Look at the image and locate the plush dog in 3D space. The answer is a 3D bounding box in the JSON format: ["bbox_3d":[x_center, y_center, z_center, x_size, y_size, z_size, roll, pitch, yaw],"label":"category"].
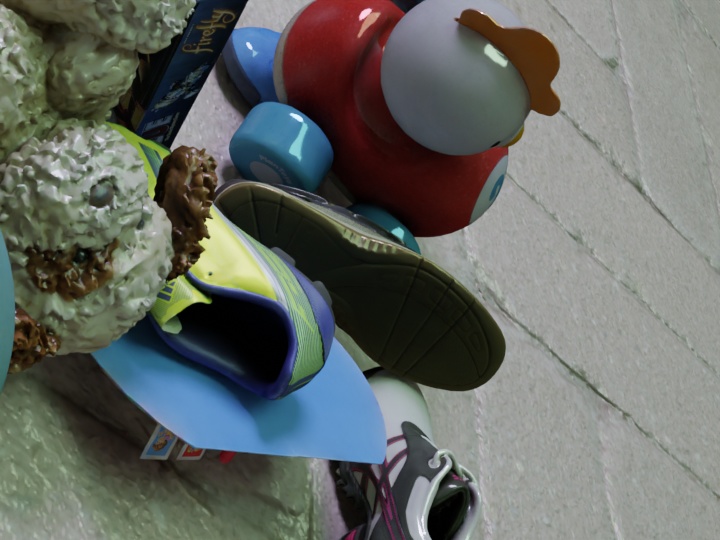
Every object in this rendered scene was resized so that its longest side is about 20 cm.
[{"bbox_3d":[-0.154,-0.042,0.778,0.200,0.160,0.173,-36,100,-41],"label":"plush dog"}]

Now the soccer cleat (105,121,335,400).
[{"bbox_3d":[-0.100,-0.009,0.865,0.199,0.065,0.084,35,29,-2],"label":"soccer cleat"}]

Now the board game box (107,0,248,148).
[{"bbox_3d":[-0.119,-0.154,0.902,0.034,0.200,0.136,-19,77,-25],"label":"board game box"}]

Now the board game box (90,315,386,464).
[{"bbox_3d":[-0.080,0.053,0.910,0.199,0.039,0.158,12,33,-46],"label":"board game box"}]

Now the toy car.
[{"bbox_3d":[0.056,-0.101,1.058,0.177,0.199,0.185,47,63,-24],"label":"toy car"}]

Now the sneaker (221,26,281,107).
[{"bbox_3d":[-0.011,-0.128,1.174,0.199,0.078,0.066,22,47,-48],"label":"sneaker"}]

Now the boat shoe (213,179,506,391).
[{"bbox_3d":[-0.001,0.001,1.036,0.200,0.072,0.066,29,18,-16],"label":"boat shoe"}]

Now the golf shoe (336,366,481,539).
[{"bbox_3d":[0.033,0.125,0.989,0.077,0.088,0.201,41,31,-29],"label":"golf shoe"}]

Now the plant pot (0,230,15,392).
[{"bbox_3d":[-0.211,0.011,0.582,0.161,0.199,0.202,28,39,-66],"label":"plant pot"}]
